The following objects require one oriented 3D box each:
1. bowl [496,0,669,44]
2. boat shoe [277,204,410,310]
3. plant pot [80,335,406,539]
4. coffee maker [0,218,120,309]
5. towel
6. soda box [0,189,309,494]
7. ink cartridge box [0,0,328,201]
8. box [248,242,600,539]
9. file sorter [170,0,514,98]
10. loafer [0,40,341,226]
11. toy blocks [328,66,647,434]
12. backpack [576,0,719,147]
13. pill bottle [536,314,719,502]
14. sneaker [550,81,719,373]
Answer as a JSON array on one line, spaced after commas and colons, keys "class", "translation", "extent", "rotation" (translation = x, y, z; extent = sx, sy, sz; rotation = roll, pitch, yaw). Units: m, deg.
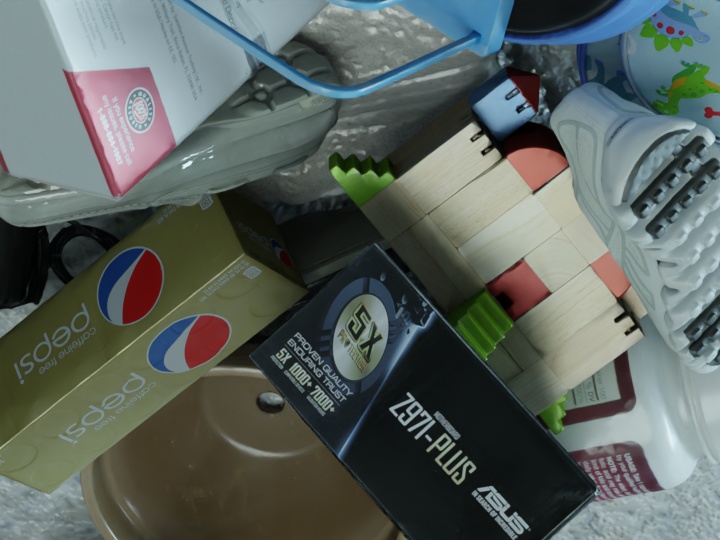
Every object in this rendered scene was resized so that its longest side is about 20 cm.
[{"class": "bowl", "translation": [0.075, -0.199, 1.090], "extent": [0.200, 0.039, 0.201], "rotation": [20, 122, 35]}, {"class": "boat shoe", "translation": [0.000, 0.000, 1.343], "extent": [0.200, 0.073, 0.063], "rotation": [-21, 119, 16]}, {"class": "plant pot", "translation": [-0.062, 0.106, 1.414], "extent": [0.200, 0.093, 0.201], "rotation": [4, 128, 5]}, {"class": "coffee maker", "translation": [-0.201, -0.090, 1.281], "extent": [0.192, 0.135, 0.200], "rotation": [-3, 135, -29]}, {"class": "towel", "translation": [-0.021, -0.102, 1.291], "extent": [0.199, 0.035, 0.133], "rotation": [-9, 126, 13]}, {"class": "soda box", "translation": [-0.131, 0.037, 1.308], "extent": [0.200, 0.064, 0.068], "rotation": [-38, 145, 15]}, {"class": "ink cartridge box", "translation": [-0.107, -0.154, 1.156], "extent": [0.083, 0.200, 0.145], "rotation": [12, 135, 37]}, {"class": "box", "translation": [0.033, 0.084, 1.214], "extent": [0.086, 0.200, 0.164], "rotation": [-42, 83, -4]}, {"class": "file sorter", "translation": [-0.002, -0.197, 1.045], "extent": [0.139, 0.123, 0.200], "rotation": [35, 130, 25]}, {"class": "loafer", "translation": [-0.100, -0.059, 1.225], "extent": [0.200, 0.070, 0.070], "rotation": [-17, 141, -21]}, {"class": "toy blocks", "translation": [0.097, -0.025, 1.242], "extent": [0.137, 0.100, 0.200], "rotation": [-37, 105, 11]}, {"class": "backpack", "translation": [0.198, -0.140, 1.165], "extent": [0.183, 0.147, 0.200], "rotation": [16, 133, 0]}, {"class": "pill bottle", "translation": [0.128, 0.077, 1.357], "extent": [0.200, 0.114, 0.114], "rotation": [-12, 124, 16]}, {"class": "sneaker", "translation": [0.153, -0.023, 1.181], "extent": [0.075, 0.081, 0.200], "rotation": [-43, 139, -10]}]
